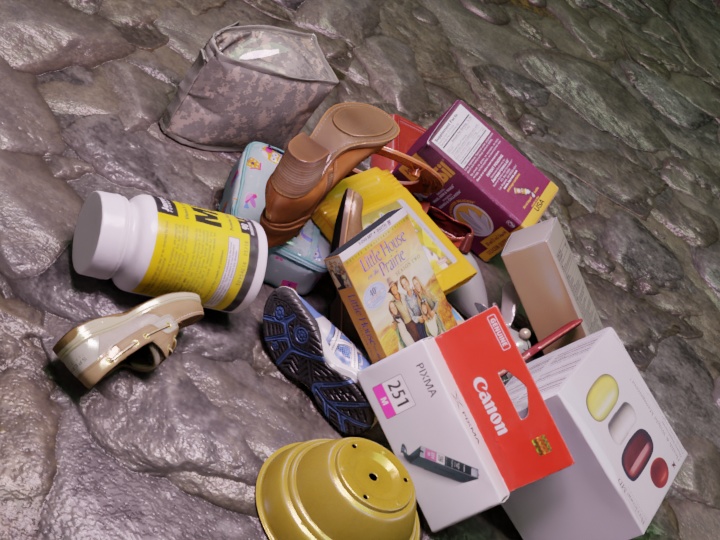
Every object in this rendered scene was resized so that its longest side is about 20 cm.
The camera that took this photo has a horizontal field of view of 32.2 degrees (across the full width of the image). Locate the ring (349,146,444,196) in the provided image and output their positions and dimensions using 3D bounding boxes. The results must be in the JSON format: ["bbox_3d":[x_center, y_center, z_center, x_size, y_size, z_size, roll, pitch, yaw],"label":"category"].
[{"bbox_3d":[0.020,-0.142,1.749,0.200,0.200,0.019,22,80,-20],"label":"ring"}]

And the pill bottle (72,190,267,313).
[{"bbox_3d":[-0.217,-0.023,1.421,0.200,0.114,0.114,13,40,-30],"label":"pill bottle"}]

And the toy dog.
[{"bbox_3d":[0.171,0.027,1.715,0.200,0.096,0.132,35,34,0],"label":"toy dog"}]

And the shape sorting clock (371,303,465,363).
[{"bbox_3d":[0.070,0.083,1.610,0.200,0.039,0.200,23,35,-18],"label":"shape sorting clock"}]

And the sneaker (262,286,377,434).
[{"bbox_3d":[-0.042,0.103,1.469,0.200,0.076,0.077,54,30,10],"label":"sneaker"}]

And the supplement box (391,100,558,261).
[{"bbox_3d":[0.166,-0.129,1.825,0.200,0.131,0.103,40,59,-6],"label":"supplement box"}]

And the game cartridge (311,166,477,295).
[{"bbox_3d":[0.040,-0.041,1.614,0.200,0.032,0.176,51,38,10],"label":"game cartridge"}]

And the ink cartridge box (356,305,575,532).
[{"bbox_3d":[0.115,0.165,1.381,0.200,0.173,0.044,64,22,7],"label":"ink cartridge box"}]

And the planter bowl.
[{"bbox_3d":[-0.004,0.239,1.316,0.200,0.083,0.201,23,36,-18],"label":"planter bowl"}]

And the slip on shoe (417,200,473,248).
[{"bbox_3d":[0.074,-0.079,1.792,0.200,0.061,0.074,28,36,-6],"label":"slip on shoe"}]

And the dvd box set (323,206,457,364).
[{"bbox_3d":[0.046,0.042,1.485,0.146,0.029,0.200,-37,106,-47],"label":"dvd box set"}]

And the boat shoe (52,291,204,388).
[{"bbox_3d":[-0.237,0.077,1.332,0.200,0.074,0.066,-22,76,-50],"label":"boat shoe"}]

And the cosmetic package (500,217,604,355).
[{"bbox_3d":[0.270,0.039,1.719,0.200,0.071,0.105,65,23,-11],"label":"cosmetic package"}]

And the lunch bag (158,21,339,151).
[{"bbox_3d":[-0.163,-0.248,1.699,0.200,0.164,0.118,0,53,-42],"label":"lunch bag"}]

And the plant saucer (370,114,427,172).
[{"bbox_3d":[0.112,-0.159,1.947,0.199,0.037,0.200,24,35,-16],"label":"plant saucer"}]

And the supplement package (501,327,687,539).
[{"bbox_3d":[0.259,0.207,1.481,0.191,0.147,0.200,58,35,-3],"label":"supplement package"}]

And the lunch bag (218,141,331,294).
[{"bbox_3d":[-0.099,-0.071,1.611,0.160,0.077,0.200,24,40,-16],"label":"lunch bag"}]

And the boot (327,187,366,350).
[{"bbox_3d":[0.000,0.000,1.519,0.075,0.200,0.074,2,6,-3],"label":"boot"}]

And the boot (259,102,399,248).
[{"bbox_3d":[-0.047,-0.115,1.507,0.200,0.155,0.074,-27,64,-42],"label":"boot"}]

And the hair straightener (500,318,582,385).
[{"bbox_3d":[0.228,0.139,1.617,0.200,0.041,0.077,-29,85,-25],"label":"hair straightener"}]
